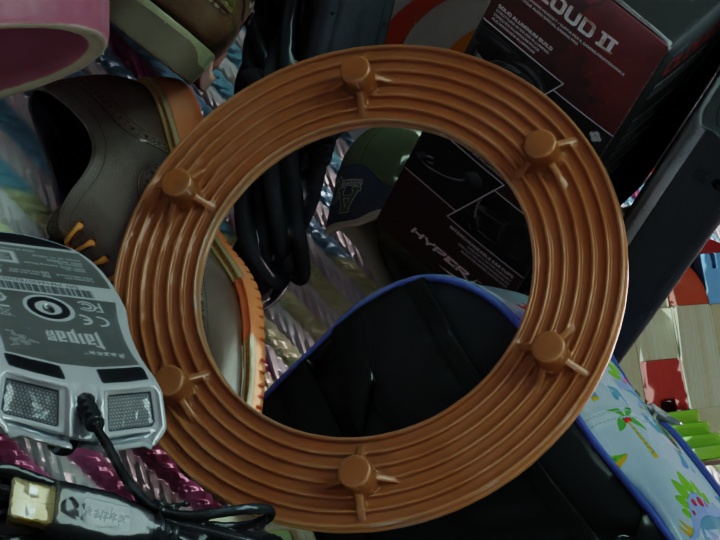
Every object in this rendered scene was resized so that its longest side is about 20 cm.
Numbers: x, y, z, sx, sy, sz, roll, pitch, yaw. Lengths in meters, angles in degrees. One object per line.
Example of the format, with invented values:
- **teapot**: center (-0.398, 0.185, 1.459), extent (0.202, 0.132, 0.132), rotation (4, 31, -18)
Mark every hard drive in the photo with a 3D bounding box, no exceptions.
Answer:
- **hard drive**: center (0.140, -0.037, 0.856), extent (0.033, 0.200, 0.140), rotation (32, 53, 5)

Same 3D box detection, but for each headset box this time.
- **headset box**: center (0.106, -0.094, 0.869), extent (0.077, 0.200, 0.149), rotation (40, 47, 10)

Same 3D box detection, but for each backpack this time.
- **backpack**: center (0.054, 0.111, 0.814), extent (0.147, 0.183, 0.200), rotation (6, 49, -60)

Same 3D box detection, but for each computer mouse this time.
- **computer mouse**: center (-0.106, 0.048, 0.727), extent (0.109, 0.044, 0.200), rotation (8, 25, -26)

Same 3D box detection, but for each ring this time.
- **ring**: center (0.000, 0.000, 0.765), extent (0.019, 0.200, 0.201), rotation (60, 13, -61)

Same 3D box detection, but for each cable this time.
- **cable**: center (-0.035, -0.080, 0.903), extent (0.051, 0.201, 0.163), rotation (9, 12, -15)

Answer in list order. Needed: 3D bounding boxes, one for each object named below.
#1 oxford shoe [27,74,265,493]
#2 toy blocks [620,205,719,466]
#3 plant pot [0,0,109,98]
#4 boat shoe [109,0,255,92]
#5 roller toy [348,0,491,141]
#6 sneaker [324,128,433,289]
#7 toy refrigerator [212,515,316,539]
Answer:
- **oxford shoe**: center (-0.092, 0.004, 0.833), extent (0.073, 0.071, 0.200), rotation (4, 49, -32)
- **toy blocks**: center (0.115, 0.031, 0.979), extent (0.199, 0.100, 0.137), rotation (-3, 79, -31)
- **plant pot**: center (-0.173, -0.158, 0.760), extent (0.200, 0.200, 0.180), rotation (-6, 81, -55)
- **boat shoe**: center (-0.072, -0.123, 0.882), extent (0.072, 0.068, 0.200), rotation (38, 2, -14)
- **roller toy**: center (0.074, -0.132, 1.057), extent (0.182, 0.200, 0.140), rotation (43, 33, -31)
- **sneaker**: center (0.051, 0.014, 1.019), extent (0.200, 0.067, 0.090), rotation (51, 48, -22)
- **toy refrigerator**: center (-0.028, 0.187, 0.732), extent (0.076, 0.070, 0.200), rotation (5, 57, -52)
